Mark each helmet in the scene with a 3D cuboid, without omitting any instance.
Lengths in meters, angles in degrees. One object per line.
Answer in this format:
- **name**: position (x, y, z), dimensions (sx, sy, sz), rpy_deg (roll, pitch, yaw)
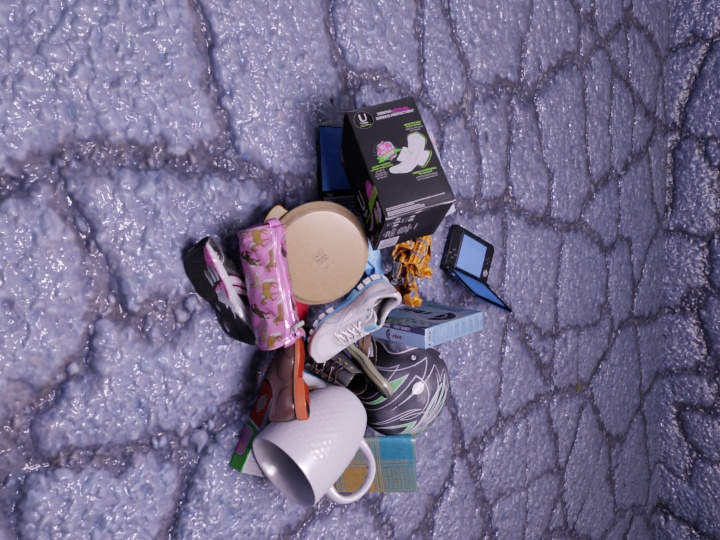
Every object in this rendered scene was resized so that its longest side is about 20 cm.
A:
- **helmet**: position (0.085, 0.243, 1.113), dimensions (0.199, 0.190, 0.202), rpy_deg (-14, 110, -43)

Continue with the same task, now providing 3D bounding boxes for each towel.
- **towel**: position (0.014, 0.389, 1.082), dimensions (0.022, 0.198, 0.148), rpy_deg (-84, 171, -64)

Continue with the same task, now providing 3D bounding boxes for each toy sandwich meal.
- **toy sandwich meal**: position (-0.085, -0.034, 0.950), dimensions (0.204, 0.070, 0.207), rpy_deg (-6, 110, -17)

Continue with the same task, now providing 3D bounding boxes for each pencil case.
- **pencil case**: position (-0.141, 0.022, 0.853), dimensions (0.083, 0.086, 0.202), rpy_deg (-9, 88, -81)

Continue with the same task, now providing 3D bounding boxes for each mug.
- **mug**: position (-0.058, 0.310, 0.941), dimensions (0.200, 0.148, 0.175), rpy_deg (48, 51, 5)

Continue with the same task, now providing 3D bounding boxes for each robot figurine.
- **robot figurine**: position (0.103, -0.012, 1.055), dimensions (0.200, 0.058, 0.146), rpy_deg (73, 37, -63)

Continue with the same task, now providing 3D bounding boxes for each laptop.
- **laptop**: position (0.024, -0.175, 1.046), dimensions (0.187, 0.200, 0.116), rpy_deg (-12, 138, -47)

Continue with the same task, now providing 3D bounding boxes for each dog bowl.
- **dog bowl**: position (0.000, 0.000, 1.048), dimensions (0.049, 0.111, 0.202), rpy_deg (-18, 109, -27)

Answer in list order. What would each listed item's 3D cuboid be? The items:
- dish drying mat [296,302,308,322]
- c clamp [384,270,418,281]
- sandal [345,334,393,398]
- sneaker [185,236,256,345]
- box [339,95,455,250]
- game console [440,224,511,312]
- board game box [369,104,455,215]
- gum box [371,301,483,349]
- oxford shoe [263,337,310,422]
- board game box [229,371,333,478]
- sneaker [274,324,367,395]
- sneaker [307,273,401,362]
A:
- **dish drying mat**: position (-0.119, 0.017, 1.006), dimensions (0.076, 0.018, 0.202), rpy_deg (9, 90, -46)
- **c clamp**: position (0.086, 0.009, 1.157), dimensions (0.200, 0.027, 0.172), rpy_deg (-35, 143, -42)
- **sandal**: position (0.011, 0.158, 1.047), dimensions (0.057, 0.201, 0.080), rpy_deg (-37, 150, -6)
- **sneaker**: position (-0.211, 0.024, 0.892), dimensions (0.086, 0.080, 0.201), rpy_deg (-54, 136, -42)
- **box**: position (0.054, -0.162, 0.918), dimensions (0.123, 0.149, 0.201), rpy_deg (-16, 75, -12)
- **game console**: position (0.306, -0.004, 1.349), dimensions (0.199, 0.118, 0.172), rpy_deg (21, 81, -44)
- **board game box**: position (0.099, -0.220, 1.108), dimensions (0.199, 0.041, 0.201), rpy_deg (9, 61, -44)
- **gum box**: position (0.139, 0.114, 1.167), dimensions (0.199, 0.169, 0.045), rpy_deg (-9, 101, -43)
- **oxford shoe**: position (-0.130, 0.154, 0.907), dimensions (0.071, 0.072, 0.201), rpy_deg (82, -1, -58)
- **board game box**: position (-0.138, 0.287, 1.012), dimensions (0.153, 0.040, 0.201), rpy_deg (34, 73, -42)
- **sneaker**: position (-0.069, 0.166, 1.006), dimensions (0.200, 0.106, 0.075), rpy_deg (30, 92, -43)
- **sneaker**: position (-0.009, 0.091, 0.948), dimensions (0.200, 0.087, 0.075), rpy_deg (-45, 125, -7)
